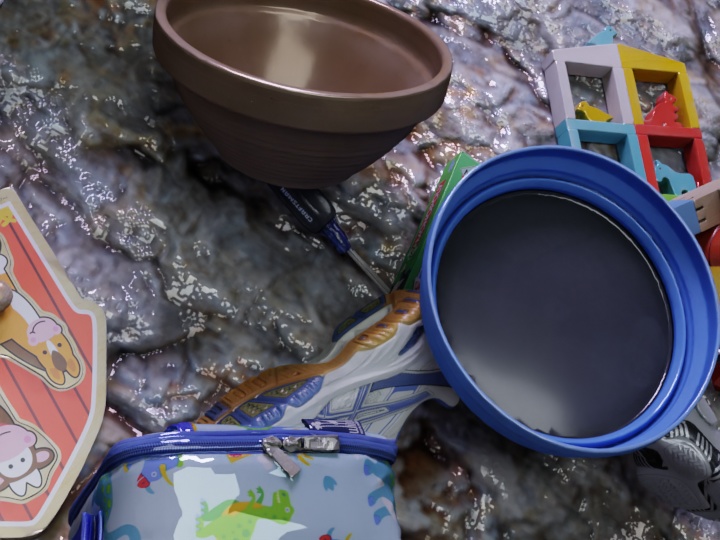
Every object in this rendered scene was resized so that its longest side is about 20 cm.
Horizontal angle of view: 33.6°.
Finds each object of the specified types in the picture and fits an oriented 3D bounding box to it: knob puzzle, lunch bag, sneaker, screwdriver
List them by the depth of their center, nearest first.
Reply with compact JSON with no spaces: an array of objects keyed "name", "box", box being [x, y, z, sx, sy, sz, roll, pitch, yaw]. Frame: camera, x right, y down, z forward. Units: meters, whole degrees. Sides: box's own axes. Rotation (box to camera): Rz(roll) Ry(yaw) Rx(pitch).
[{"name":"lunch bag","box":[-0.074,0.141,0.634,0.158,0.200,0.084,2,66,-20]},{"name":"knob puzzle","box":[-0.236,0.065,0.700,0.216,0.030,0.223,8,66,-19]},{"name":"sneaker","box":[-0.019,0.096,0.748,0.198,0.075,0.089,-30,110,-14]},{"name":"sneaker","box":[0.209,0.078,0.811,0.199,0.075,0.116,35,63,-6]},{"name":"screwdriver","box":[0.000,0.000,0.830,0.029,0.028,0.201,-38,92,0]}]

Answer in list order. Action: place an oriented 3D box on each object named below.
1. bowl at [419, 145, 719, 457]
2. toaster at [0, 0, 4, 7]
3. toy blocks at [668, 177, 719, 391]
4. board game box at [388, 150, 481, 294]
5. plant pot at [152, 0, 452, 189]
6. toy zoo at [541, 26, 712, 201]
[{"name":"bowl","box":[0.129,0.019,0.750,0.197,0.039,0.204,6,66,-15]},{"name":"toaster","box":[-0.318,-0.208,0.733,0.197,0.119,0.183,8,65,-18]},{"name":"toy blocks","box":[0.286,0.010,0.886,0.135,0.100,0.203,-22,102,-26]},{"name":"board game box","box":[0.124,0.024,0.852,0.199,0.029,0.136,33,60,-11]},{"name":"plant pot","box":[-0.044,-0.119,0.797,0.198,0.094,0.202,11,31,-6]},{"name":"toy zoo","box":[0.217,-0.107,0.958,0.129,0.020,0.203,2,68,-21]}]
